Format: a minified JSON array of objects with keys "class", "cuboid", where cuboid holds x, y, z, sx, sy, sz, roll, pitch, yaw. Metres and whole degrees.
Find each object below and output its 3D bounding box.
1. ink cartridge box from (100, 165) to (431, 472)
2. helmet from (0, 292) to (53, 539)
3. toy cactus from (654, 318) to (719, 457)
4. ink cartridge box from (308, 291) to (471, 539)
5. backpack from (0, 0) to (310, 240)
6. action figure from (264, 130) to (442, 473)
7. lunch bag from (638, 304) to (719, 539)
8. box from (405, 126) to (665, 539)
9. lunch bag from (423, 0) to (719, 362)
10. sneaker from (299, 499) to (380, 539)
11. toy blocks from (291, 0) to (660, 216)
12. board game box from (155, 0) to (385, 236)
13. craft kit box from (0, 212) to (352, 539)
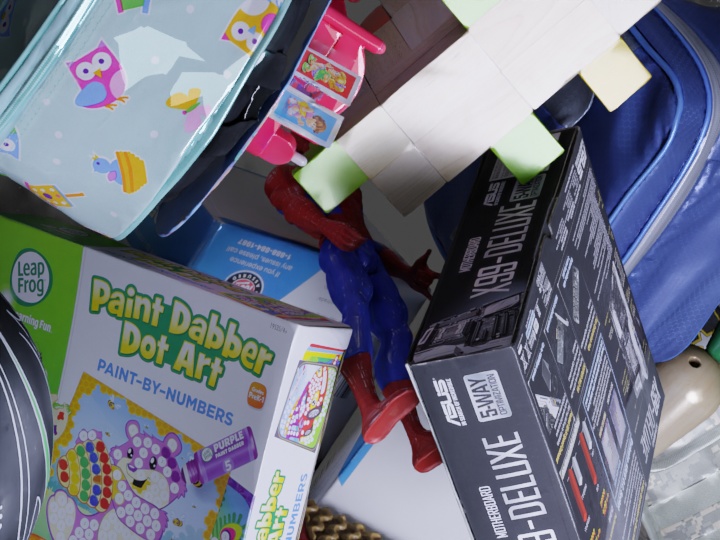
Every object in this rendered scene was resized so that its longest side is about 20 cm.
[{"class":"ink cartridge box","cuboid":[-0.082,0.053,1.128,0.144,0.084,0.200,18,111,-40]},{"class":"helmet","cuboid":[-0.229,0.079,0.965,0.200,0.200,0.191,-42,112,0]},{"class":"toy cactus","cuboid":[0.202,0.034,1.221,0.165,0.200,0.102,-46,170,8]},{"class":"ink cartridge box","cuboid":[0.049,0.111,1.185,0.125,0.200,0.129,36,104,-3]},{"class":"backpack","cuboid":[-0.102,-0.113,0.907,0.153,0.200,0.176,32,103,-22]},{"class":"action figure","cuboid":[0.000,0.000,1.026,0.065,0.200,0.052,27,117,-41]},{"class":"lunch bag","cuboid":[0.208,0.072,1.318,0.164,0.118,0.200,-31,123,-6]},{"class":"box","cuboid":[0.085,0.050,0.999,0.050,0.200,0.158,-11,117,20]},{"class":"lunch bag","cuboid":[0.121,-0.047,1.147,0.132,0.136,0.200,10,125,-37]},{"class":"sneaker","cuboid":[-0.039,0.162,1.070,0.090,0.200,0.075,-61,171,21]},{"class":"toy blocks","cuboid":[0.050,-0.114,1.037,0.200,0.137,0.100,-40,114,7]},{"class":"board game box","cuboid":[-0.023,-0.091,0.985,0.039,0.158,0.201,32,59,-12]},{"class":"craft kit box","cuboid":[-0.111,0.092,1.019,0.048,0.199,0.198,9,97,-53]}]
